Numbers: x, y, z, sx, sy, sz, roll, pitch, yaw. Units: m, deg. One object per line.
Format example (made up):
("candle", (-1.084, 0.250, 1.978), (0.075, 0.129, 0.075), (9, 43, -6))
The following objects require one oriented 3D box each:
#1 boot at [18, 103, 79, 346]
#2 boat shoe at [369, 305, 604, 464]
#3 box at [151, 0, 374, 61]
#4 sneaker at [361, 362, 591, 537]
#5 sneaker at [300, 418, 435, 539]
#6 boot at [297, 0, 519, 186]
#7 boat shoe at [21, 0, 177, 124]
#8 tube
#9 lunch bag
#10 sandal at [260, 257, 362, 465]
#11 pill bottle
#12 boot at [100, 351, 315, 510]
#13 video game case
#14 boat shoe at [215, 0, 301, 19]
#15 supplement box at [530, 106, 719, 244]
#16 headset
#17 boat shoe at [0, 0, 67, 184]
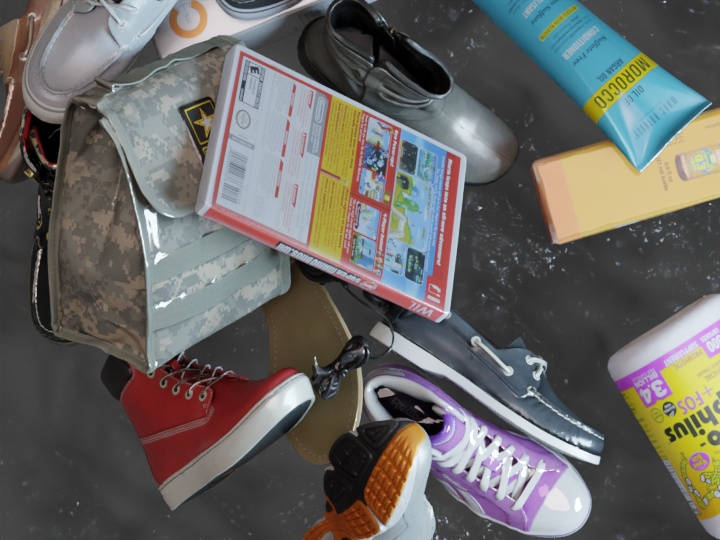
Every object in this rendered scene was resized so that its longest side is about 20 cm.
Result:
("boot", (-0.221, -0.050, 1.568), (0.073, 0.154, 0.205), (13, 86, 9))
("boat shoe", (0.103, 0.075, 1.584), (0.199, 0.076, 0.061), (31, 88, 6))
("box", (-0.074, -0.242, 1.596), (0.199, 0.097, 0.125), (-21, 87, 2))
("sneaker", (0.083, 0.139, 1.566), (0.199, 0.114, 0.073), (30, 89, 3))
("sneaker", (0.021, 0.169, 1.548), (0.091, 0.201, 0.076), (-16, 58, -33))
("boot", (0.044, -0.126, 1.552), (0.199, 0.131, 0.068), (33, 84, -12))
("boat shoe", (-0.170, -0.193, 1.486), (0.070, 0.072, 0.201), (34, 69, 6))
("tube", (0.164, -0.163, 1.577), (0.077, 0.050, 0.200), (-43, 72, -8))
("lunch bag", (-0.134, -0.057, 1.507), (0.117, 0.164, 0.202), (18, 121, 32))
("sandal", (-0.034, 0.052, 1.603), (0.077, 0.070, 0.213), (-31, 64, 19))
("pill bottle", (0.274, 0.126, 1.558), (0.104, 0.104, 0.201), (-32, 87, 2))
("boot", (-0.122, 0.080, 1.556), (0.072, 0.200, 0.145), (-26, 83, -40))
("video game case", (-0.017, -0.062, 1.490), (0.199, 0.017, 0.144), (24, 52, -22))
("boat shoe", (-0.024, -0.253, 1.515), (0.199, 0.057, 0.069), (-35, 87, 2))
("supplement box", (0.230, -0.076, 1.587), (0.198, 0.069, 0.067), (-16, 88, 5))
("headset", (0.000, 0.000, 1.543), (0.123, 0.201, 0.094), (26, 128, -18))
("boat shoe", (-0.244, -0.164, 1.622), (0.071, 0.076, 0.201), (22, 82, 9))
